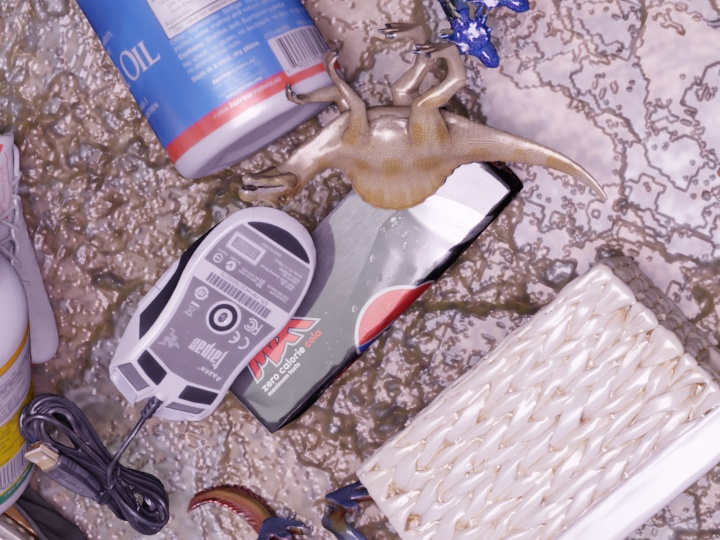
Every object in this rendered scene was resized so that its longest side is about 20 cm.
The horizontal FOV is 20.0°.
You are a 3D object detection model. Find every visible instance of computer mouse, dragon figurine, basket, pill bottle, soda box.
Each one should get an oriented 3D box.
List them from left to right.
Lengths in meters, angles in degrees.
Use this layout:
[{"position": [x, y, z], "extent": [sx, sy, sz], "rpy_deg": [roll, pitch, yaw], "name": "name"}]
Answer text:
[{"position": [-0.238, 0.048, 1.130], "extent": [0.113, 0.113, 0.200], "rpy_deg": [19, 140, 10], "name": "pill bottle"}, {"position": [-0.103, -0.163, 1.162], "extent": [0.112, 0.112, 0.200], "rpy_deg": [-32, 87, 12], "name": "pill bottle"}, {"position": [-0.099, 0.046, 1.140], "extent": [0.110, 0.044, 0.200], "rpy_deg": [36, 97, -26], "name": "computer mouse"}, {"position": [0.000, 0.000, 1.178], "extent": [0.071, 0.063, 0.200], "rpy_deg": [45, 102, 5], "name": "soda box"}, {"position": [0.023, -0.197, 1.138], "extent": [0.059, 0.099, 0.200], "rpy_deg": [-44, 85, 11], "name": "dragon figurine"}, {"position": [0.112, 0.094, 1.127], "extent": [0.200, 0.136, 0.123], "rpy_deg": [-40, 82, 12], "name": "basket"}]

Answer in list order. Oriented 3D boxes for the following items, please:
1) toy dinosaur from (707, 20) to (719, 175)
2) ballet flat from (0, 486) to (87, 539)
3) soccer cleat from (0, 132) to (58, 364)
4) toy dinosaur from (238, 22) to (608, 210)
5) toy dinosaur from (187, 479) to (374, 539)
[{"position": [0.280, -0.102, 1.096], "extent": [0.200, 0.105, 0.182], "rpy_deg": [27, 119, -2], "name": "toy dinosaur"}, {"position": [-0.247, 0.133, 1.236], "extent": [0.200, 0.068, 0.068], "rpy_deg": [34, 104, 8], "name": "ballet flat"}, {"position": [-0.229, -0.038, 1.219], "extent": [0.085, 0.069, 0.200], "rpy_deg": [-34, 82, 28], "name": "soccer cleat"}, {"position": [0.031, -0.079, 1.112], "extent": [0.200, 0.058, 0.101], "rpy_deg": [-4, 115, -2], "name": "toy dinosaur"}, {"position": [0.009, 0.213, 1.204], "extent": [0.105, 0.200, 0.182], "rpy_deg": [-29, 114, -23], "name": "toy dinosaur"}]
